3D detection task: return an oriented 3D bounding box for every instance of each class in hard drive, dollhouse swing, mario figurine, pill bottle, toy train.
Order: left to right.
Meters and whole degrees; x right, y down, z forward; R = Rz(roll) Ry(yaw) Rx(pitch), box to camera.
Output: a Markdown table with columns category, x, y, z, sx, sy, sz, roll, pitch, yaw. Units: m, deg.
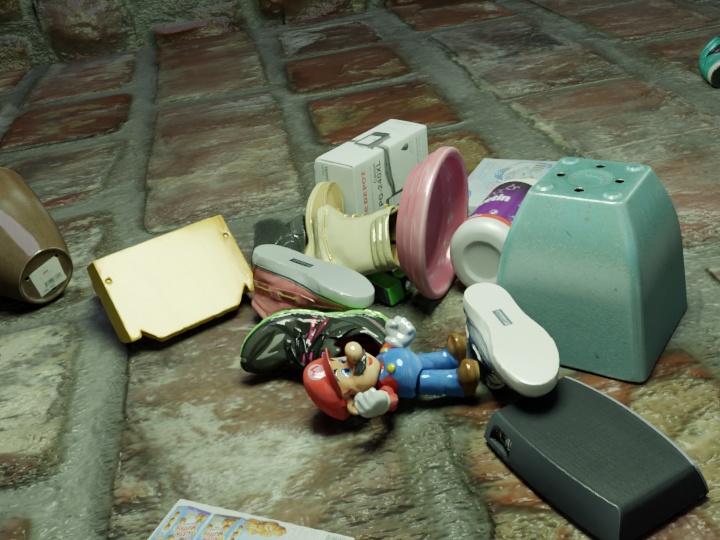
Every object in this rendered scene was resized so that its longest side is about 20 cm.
| category | x | y | z | sx | sy | sz | roll | pitch | yaw |
| --- | --- | --- | --- | --- | --- | --- | --- | --- | --- |
| dollhouse swing | -0.284 | 0.033 | 1.298 | 0.197 | 0.176 | 0.184 | -23 | 72 | -28 |
| toy train | 0.000 | 0.000 | 1.276 | 0.056 | 0.042 | 0.198 | -35 | 36 | -24 |
| mario figurine | 0.032 | 0.105 | 0.983 | 0.195 | 0.109 | 0.123 | -7 | -5 | -12 |
| pill bottle | 0.209 | -0.056 | 1.240 | 0.110 | 0.115 | 0.200 | 7 | 31 | 28 |
| hard drive | 0.226 | 0.177 | 0.866 | 0.133 | 0.043 | 0.199 | -20 | 29 | -22 |

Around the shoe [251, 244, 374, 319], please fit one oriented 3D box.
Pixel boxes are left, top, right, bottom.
| category | x | y | z | sx | sy | sz | roll | pitch | yaw |
| --- | --- | --- | --- | --- | --- | --- | --- | --- | --- |
| shoe | -0.067 | 0.038 | 1.169 | 0.197 | 0.093 | 0.071 | 21 | 25 | 31 |

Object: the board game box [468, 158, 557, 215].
| category | x | y | z | sx | sy | sz | roll | pitch | yaw |
| --- | --- | --- | --- | --- | --- | --- | --- | --- | --- |
| board game box | 0.263 | -0.124 | 1.432 | 0.195 | 0.044 | 0.200 | 7 | 31 | 26 |

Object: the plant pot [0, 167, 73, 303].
| category | x | y | z | sx | sy | sz | roll | pitch | yaw |
| --- | --- | --- | --- | --- | --- | --- | --- | --- | --- |
| plant pot | -0.543 | -0.036 | 1.375 | 0.198 | 0.190 | 0.186 | 31 | 44 | 31 |

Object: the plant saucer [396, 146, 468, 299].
| category | x | y | z | sx | sy | sz | roll | pitch | yaw |
| --- | --- | --- | --- | --- | --- | --- | --- | --- | --- |
| plant saucer | 0.096 | -0.066 | 1.190 | 0.050 | 0.205 | 0.201 | 9 | 31 | 22 |

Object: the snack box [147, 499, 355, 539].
| category | x | y | z | sx | sy | sz | roll | pitch | yaw |
| --- | --- | --- | --- | --- | --- | --- | --- | --- | --- |
| snack box | -0.105 | 0.262 | 0.817 | 0.196 | 0.025 | 0.072 | 5 | 31 | 24 |

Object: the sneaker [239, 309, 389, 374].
| category | x | y | z | sx | sy | sz | roll | pitch | yaw |
| --- | --- | --- | --- | --- | --- | --- | --- | --- | --- |
| sneaker | -0.053 | 0.092 | 1.072 | 0.195 | 0.078 | 0.084 | -9 | 23 | 0 |

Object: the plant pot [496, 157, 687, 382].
| category | x | y | z | sx | sy | sz | roll | pitch | yaw |
| --- | --- | --- | --- | --- | --- | --- | --- | --- | --- |
| plant pot | 0.278 | -0.020 | 1.057 | 0.193 | 0.204 | 0.195 | 11 | 32 | 32 |

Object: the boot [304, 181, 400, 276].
| category | x | y | z | sx | sy | sz | roll | pitch | yaw |
| --- | --- | --- | --- | --- | --- | --- | --- | --- | --- |
| boot | -0.005 | -0.065 | 1.246 | 0.153 | 0.073 | 0.203 | -21 | 44 | 28 |

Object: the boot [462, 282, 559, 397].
| category | x | y | z | sx | sy | sz | roll | pitch | yaw |
| --- | --- | --- | --- | --- | --- | --- | --- | --- | --- |
| boot | 0.167 | 0.100 | 0.982 | 0.071 | 0.092 | 0.201 | -9 | 29 | -6 |

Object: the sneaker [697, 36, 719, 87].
| category | x | y | z | sx | sy | sz | roll | pitch | yaw |
| --- | --- | --- | --- | --- | --- | --- | --- | --- | --- |
| sneaker | 0.805 | -0.453 | 1.872 | 0.195 | 0.085 | 0.122 | -14 | 37 | -8 |

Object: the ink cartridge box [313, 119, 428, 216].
| category | x | y | z | sx | sy | sz | roll | pitch | yaw |
| --- | --- | --- | --- | --- | --- | --- | --- | --- | --- |
| ink cartridge box | 0.024 | -0.139 | 1.415 | 0.082 | 0.148 | 0.199 | 16 | 35 | 35 |

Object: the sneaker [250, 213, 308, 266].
| category | x | y | z | sx | sy | sz | roll | pitch | yaw |
| --- | --- | --- | --- | --- | --- | --- | --- | --- | --- |
| sneaker | -0.118 | -0.015 | 1.315 | 0.103 | 0.060 | 0.202 | -24 | 40 | 16 |
